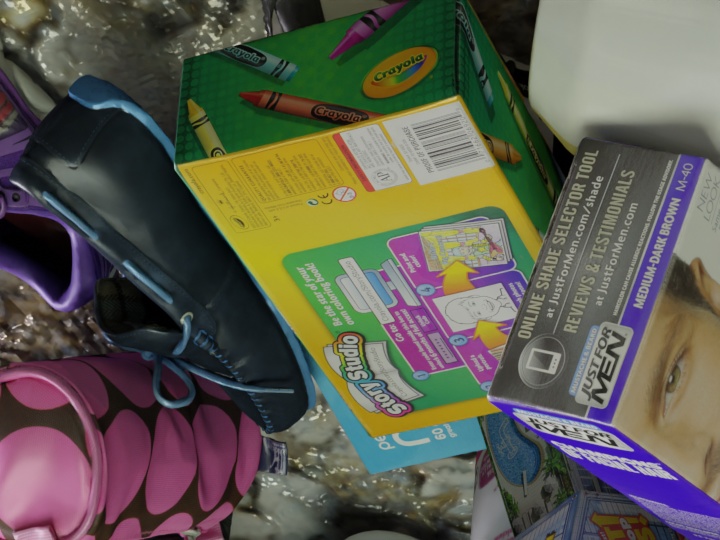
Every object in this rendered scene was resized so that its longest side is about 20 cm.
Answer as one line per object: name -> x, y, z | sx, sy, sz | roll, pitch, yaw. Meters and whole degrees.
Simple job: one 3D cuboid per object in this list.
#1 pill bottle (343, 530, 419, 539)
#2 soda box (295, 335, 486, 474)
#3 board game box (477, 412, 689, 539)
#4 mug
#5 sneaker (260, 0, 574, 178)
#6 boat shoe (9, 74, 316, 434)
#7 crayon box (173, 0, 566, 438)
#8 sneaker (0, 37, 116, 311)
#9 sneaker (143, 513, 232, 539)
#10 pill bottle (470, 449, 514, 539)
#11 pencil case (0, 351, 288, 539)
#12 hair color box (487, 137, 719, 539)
pill bottle -> -0.019, 0.229, 1.412 | 0.113, 0.114, 0.200 | 20, 135, -13
soda box -> 0.000, 0.000, 1.213 | 0.067, 0.064, 0.200 | -13, 133, 19
board game box -> 0.123, 0.117, 1.175 | 0.199, 0.201, 0.062 | 10, 142, -40
mug -> 0.145, -0.074, 1.061 | 0.152, 0.149, 0.188 | 11, 109, 7
sneaker -> 0.033, -0.077, 1.126 | 0.080, 0.074, 0.200 | -24, 139, 27
boat shoe -> -0.090, 0.004, 1.166 | 0.069, 0.084, 0.200 | -43, 123, -14
crayon box -> 0.021, -0.017, 1.088 | 0.118, 0.059, 0.200 | -13, 140, 19
sneaker -> -0.176, -0.056, 1.163 | 0.200, 0.084, 0.080 | 37, 128, -27
sneaker -> -0.108, 0.172, 1.376 | 0.070, 0.100, 0.201 | 11, 137, -7
pill bottle -> 0.105, 0.159, 1.264 | 0.113, 0.201, 0.114 | 3, 136, 3
pencil case -> -0.110, 0.084, 1.210 | 0.090, 0.094, 0.200 | 0, 179, 21
hair color box -> 0.139, 0.040, 1.066 | 0.065, 0.110, 0.200 | 11, 165, 40
